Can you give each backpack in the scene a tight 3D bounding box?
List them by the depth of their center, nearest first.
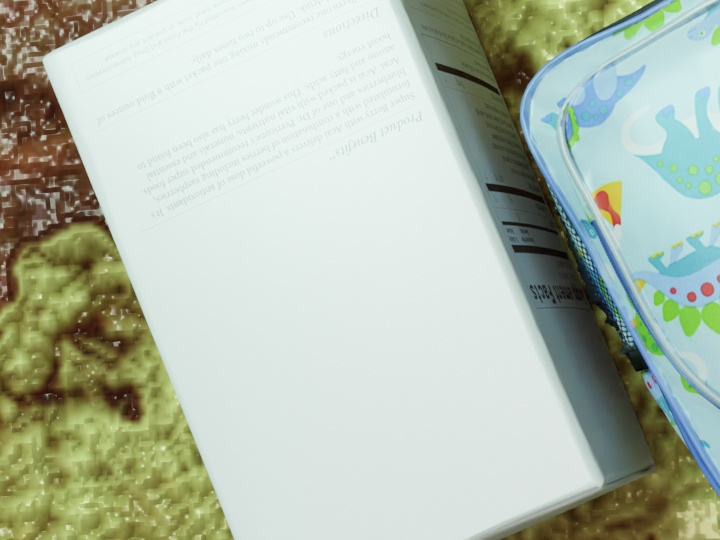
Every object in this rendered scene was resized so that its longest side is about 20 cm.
[{"bbox_3d":[0.161,-0.010,0.813,0.183,0.147,0.200,-30,84,16],"label":"backpack"}]

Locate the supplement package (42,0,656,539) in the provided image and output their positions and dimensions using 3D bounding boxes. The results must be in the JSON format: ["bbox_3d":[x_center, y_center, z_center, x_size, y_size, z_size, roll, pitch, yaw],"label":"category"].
[{"bbox_3d":[0.000,0.000,0.872,0.121,0.120,0.200,-23,83,13],"label":"supplement package"}]
